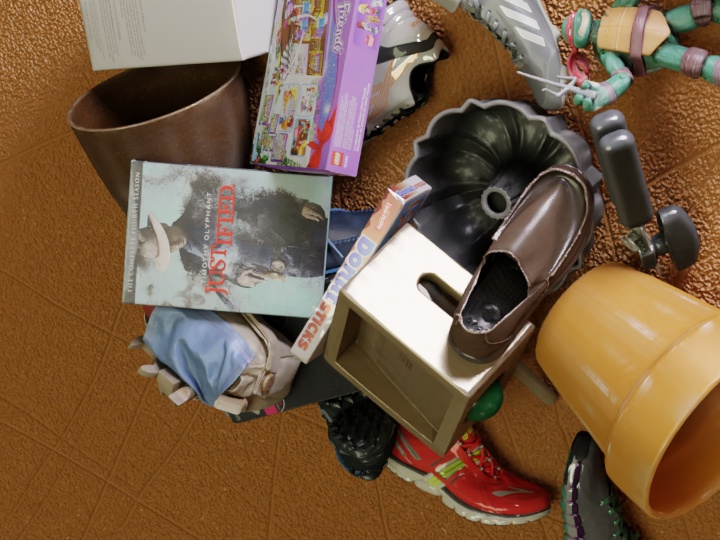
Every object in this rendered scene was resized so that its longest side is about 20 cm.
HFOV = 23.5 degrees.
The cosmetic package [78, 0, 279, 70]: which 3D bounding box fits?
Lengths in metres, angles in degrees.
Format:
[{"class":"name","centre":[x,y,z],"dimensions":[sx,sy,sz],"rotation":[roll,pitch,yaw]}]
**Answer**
[{"class":"cosmetic package","centre":[-0.175,-0.257,1.773],"dimensions":[0.200,0.108,0.085],"rotation":[-1,106,32]}]

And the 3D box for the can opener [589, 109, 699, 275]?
[{"class":"can opener","centre":[0.253,-0.070,1.556],"dimensions":[0.066,0.053,0.200],"rotation":[-25,137,7]}]

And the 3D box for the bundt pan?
[{"class":"bundt pan","centre":[0.146,-0.075,1.653],"dimensions":[0.202,0.076,0.202],"rotation":[13,116,29]}]

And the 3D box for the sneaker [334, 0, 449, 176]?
[{"class":"sneaker","centre":[0.017,-0.165,1.705],"dimensions":[0.080,0.074,0.200],"rotation":[38,125,13]}]

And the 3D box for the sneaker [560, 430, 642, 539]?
[{"class":"sneaker","centre":[0.248,0.248,1.729],"dimensions":[0.087,0.074,0.200],"rotation":[6,122,17]}]

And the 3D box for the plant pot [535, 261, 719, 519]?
[{"class":"plant pot","centre":[0.266,0.094,1.584],"dimensions":[0.183,0.200,0.200],"rotation":[41,127,32]}]

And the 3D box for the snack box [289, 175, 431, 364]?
[{"class":"snack box","centre":[0.000,0.000,1.666],"dimensions":[0.024,0.072,0.200],"rotation":[37,115,12]}]

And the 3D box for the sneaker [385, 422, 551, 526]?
[{"class":"sneaker","centre":[0.108,0.198,1.789],"dimensions":[0.200,0.077,0.085],"rotation":[23,114,24]}]

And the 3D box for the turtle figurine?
[{"class":"turtle figurine","centre":[0.244,-0.212,1.520],"dimensions":[0.200,0.101,0.150],"rotation":[6,95,22]}]

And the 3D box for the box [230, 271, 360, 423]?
[{"class":"box","centre":[-0.056,0.072,1.824],"dimensions":[0.200,0.106,0.122],"rotation":[-19,97,36]}]

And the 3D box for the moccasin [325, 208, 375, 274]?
[{"class":"moccasin","centre":[-0.065,-0.033,1.756],"dimensions":[0.200,0.080,0.068],"rotation":[-14,120,-3]}]

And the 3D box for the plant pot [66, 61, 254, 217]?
[{"class":"plant pot","centre":[-0.184,-0.101,1.812],"dimensions":[0.187,0.187,0.200],"rotation":[0,121,33]}]

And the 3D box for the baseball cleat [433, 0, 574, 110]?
[{"class":"baseball cleat","centre":[0.124,-0.235,1.590],"dimensions":[0.070,0.106,0.200],"rotation":[170,82,-80]}]

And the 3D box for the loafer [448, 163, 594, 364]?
[{"class":"loafer","centre":[0.147,-0.008,1.536],"dimensions":[0.073,0.071,0.200],"rotation":[27,82,11]}]

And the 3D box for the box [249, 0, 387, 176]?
[{"class":"box","centre":[-0.040,-0.194,1.676],"dimensions":[0.137,0.039,0.200],"rotation":[10,90,54]}]

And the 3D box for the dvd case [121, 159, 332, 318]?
[{"class":"dvd case","centre":[-0.132,-0.030,1.711],"dimensions":[0.200,0.022,0.146],"rotation":[5,98,1]}]

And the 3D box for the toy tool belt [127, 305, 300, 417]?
[{"class":"toy tool belt","centre":[-0.168,0.077,1.757],"dimensions":[0.200,0.123,0.125],"rotation":[32,119,23]}]

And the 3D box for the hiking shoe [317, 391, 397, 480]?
[{"class":"hiking shoe","centre":[0.009,0.175,1.760],"dimensions":[0.074,0.200,0.087],"rotation":[-22,102,-2]}]

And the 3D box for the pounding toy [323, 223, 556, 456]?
[{"class":"pounding toy","centre":[0.089,0.075,1.661],"dimensions":[0.200,0.142,0.184],"rotation":[39,156,12]}]
